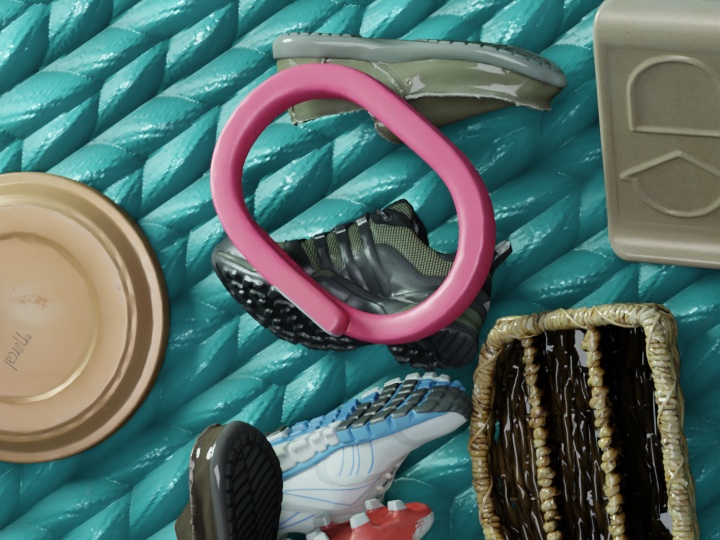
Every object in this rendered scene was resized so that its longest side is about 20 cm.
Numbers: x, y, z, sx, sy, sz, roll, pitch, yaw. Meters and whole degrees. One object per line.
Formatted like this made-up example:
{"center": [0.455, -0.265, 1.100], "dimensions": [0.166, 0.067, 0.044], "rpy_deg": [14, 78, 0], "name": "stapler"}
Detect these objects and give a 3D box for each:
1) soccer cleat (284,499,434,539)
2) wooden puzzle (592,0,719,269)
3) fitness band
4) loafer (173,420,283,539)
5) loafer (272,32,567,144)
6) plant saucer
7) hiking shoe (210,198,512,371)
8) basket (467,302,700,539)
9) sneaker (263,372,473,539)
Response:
{"center": [-0.030, 0.212, 1.465], "dimensions": [0.200, 0.069, 0.085], "rpy_deg": [-29, 98, -28], "name": "soccer cleat"}
{"center": [0.244, -0.088, 1.469], "dimensions": [0.185, 0.046, 0.200], "rpy_deg": [5, 132, 15], "name": "wooden puzzle"}
{"center": [-0.005, -0.042, 1.486], "dimensions": [0.200, 0.037, 0.144], "rpy_deg": [43, 95, 19], "name": "fitness band"}
{"center": [-0.095, 0.175, 1.518], "dimensions": [0.071, 0.073, 0.200], "rpy_deg": [17, 133, 21], "name": "loafer"}
{"center": [0.038, -0.118, 1.539], "dimensions": [0.199, 0.075, 0.070], "rpy_deg": [6, 97, 19], "name": "loafer"}
{"center": [-0.231, 0.033, 1.602], "dimensions": [0.200, 0.032, 0.201], "rpy_deg": [0, 91, 10], "name": "plant saucer"}
{"center": [0.000, 0.000, 1.549], "dimensions": [0.199, 0.076, 0.101], "rpy_deg": [15, 61, 22], "name": "hiking shoe"}
{"center": [0.138, 0.123, 1.480], "dimensions": [0.142, 0.149, 0.201], "rpy_deg": [-7, 90, 10], "name": "basket"}
{"center": [-0.002, 0.132, 1.538], "dimensions": [0.200, 0.075, 0.087], "rpy_deg": [-24, 99, 31], "name": "sneaker"}
